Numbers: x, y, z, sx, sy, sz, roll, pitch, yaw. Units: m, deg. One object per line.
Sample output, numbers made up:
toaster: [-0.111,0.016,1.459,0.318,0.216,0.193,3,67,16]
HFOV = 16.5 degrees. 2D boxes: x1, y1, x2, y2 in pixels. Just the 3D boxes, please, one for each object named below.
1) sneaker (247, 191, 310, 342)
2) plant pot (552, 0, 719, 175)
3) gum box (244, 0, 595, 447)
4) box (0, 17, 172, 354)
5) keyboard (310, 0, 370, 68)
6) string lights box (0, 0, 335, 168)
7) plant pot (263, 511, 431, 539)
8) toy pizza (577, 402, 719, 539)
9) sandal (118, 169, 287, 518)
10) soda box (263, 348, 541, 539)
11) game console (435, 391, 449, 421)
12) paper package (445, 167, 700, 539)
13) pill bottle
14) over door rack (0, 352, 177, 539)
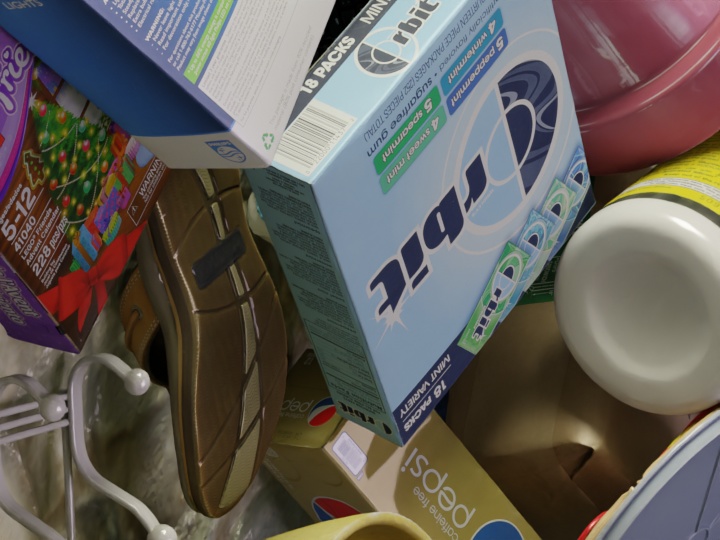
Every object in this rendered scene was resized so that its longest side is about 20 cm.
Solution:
sneaker: [0.000,0.000,1.241,0.200,0.076,0.081,26,80,-64]
plant pot: [0.103,-0.175,1.261,0.179,0.199,0.201,38,66,-47]
gum box: [0.033,-0.042,1.146,0.170,0.044,0.201,-50,147,-24]
box: [-0.110,-0.088,0.980,0.201,0.039,0.137,-66,148,-24]
keyboard: [0.007,-0.133,1.150,0.200,0.103,0.040,68,9,-51]
string lights box: [-0.093,-0.132,0.901,0.200,0.059,0.103,41,61,-41]
plant pot: [-0.049,0.212,1.133,0.200,0.141,0.202,13,75,-62]
toy pizza: [0.161,0.134,1.287,0.200,0.032,0.201,-35,148,-26]
sandal: [-0.080,0.011,1.104,0.080,0.054,0.201,-36,119,-51]
soda box: [0.031,0.130,1.279,0.200,0.068,0.064,52,61,-29]
game console: [0.092,0.098,1.436,0.200,0.116,0.177,-18,128,-63]
paper package: [0.134,0.061,1.398,0.191,0.103,0.201,49,42,-47]
pill bottle: [0.192,-0.013,1.297,0.200,0.112,0.113,-36,134,-50]
over door rack: [-0.140,0.143,1.015,0.148,0.066,0.202,-12,113,-63]
